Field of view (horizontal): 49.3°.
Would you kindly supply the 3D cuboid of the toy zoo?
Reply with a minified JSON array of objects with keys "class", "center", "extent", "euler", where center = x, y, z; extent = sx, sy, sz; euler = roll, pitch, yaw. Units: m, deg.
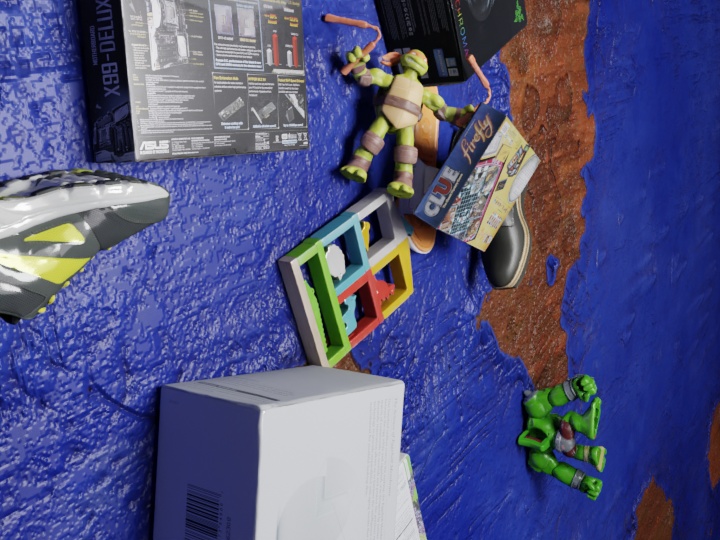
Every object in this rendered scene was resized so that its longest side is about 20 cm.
[{"class":"toy zoo","center":[0.000,0.000,0.833],"extent":[0.200,0.020,0.132],"euler":[-39,124,-41]}]

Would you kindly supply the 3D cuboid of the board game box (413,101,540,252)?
[{"class":"board game box","center":[0.139,-0.098,0.892],"extent":[0.136,0.034,0.200],"euler":[-59,158,7]}]

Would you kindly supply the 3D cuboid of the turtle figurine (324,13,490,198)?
[{"class":"turtle figurine","center":[0.031,-0.168,0.817],"extent":[0.199,0.064,0.163],"euler":[20,86,-22]}]

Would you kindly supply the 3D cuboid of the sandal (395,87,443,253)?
[{"class":"sandal","center":[0.085,-0.123,0.915],"extent":[0.079,0.059,0.209],"euler":[-5,99,-54]}]

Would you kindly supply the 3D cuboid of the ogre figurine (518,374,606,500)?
[{"class":"ogre figurine","center":[0.318,0.257,1.238],"extent":[0.098,0.119,0.201],"euler":[-54,136,-42]}]

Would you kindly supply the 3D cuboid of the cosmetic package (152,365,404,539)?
[{"class":"cosmetic package","center":[-0.066,0.196,0.684],"extent":[0.199,0.122,0.201],"euler":[2,92,-53]}]

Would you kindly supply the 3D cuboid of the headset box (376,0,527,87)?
[{"class":"headset box","center":[0.106,-0.330,0.893],"extent":[0.200,0.092,0.175],"euler":[-46,130,-42]}]

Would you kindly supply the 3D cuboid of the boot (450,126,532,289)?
[{"class":"boot","center":[0.159,-0.084,1.025],"extent":[0.138,0.077,0.202],"euler":[18,67,-49]}]

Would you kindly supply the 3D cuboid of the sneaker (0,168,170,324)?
[{"class":"sneaker","center":[-0.213,-0.014,0.509],"extent":[0.199,0.074,0.085],"euler":[-20,116,-43]}]

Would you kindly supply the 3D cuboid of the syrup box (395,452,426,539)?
[{"class":"syrup box","center":[0.018,0.296,0.853],"extent":[0.081,0.078,0.202],"euler":[-39,124,-46]}]

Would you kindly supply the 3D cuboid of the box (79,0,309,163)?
[{"class":"box","center":[-0.123,-0.170,0.624],"extent":[0.199,0.049,0.159],"euler":[-17,108,-53]}]
